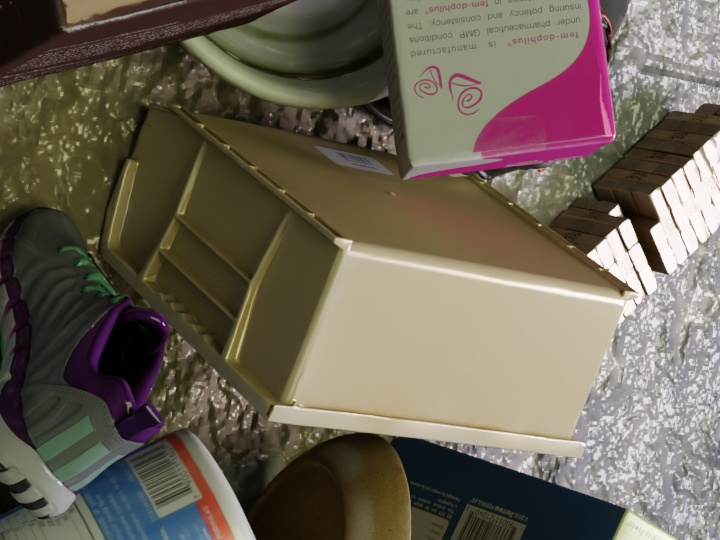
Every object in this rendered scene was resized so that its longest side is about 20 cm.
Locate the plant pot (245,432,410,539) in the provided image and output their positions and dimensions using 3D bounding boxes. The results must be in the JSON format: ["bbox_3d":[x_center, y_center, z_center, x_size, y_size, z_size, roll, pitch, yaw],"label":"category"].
[{"bbox_3d":[-0.037,0.174,1.156,0.027,0.200,0.200,22,85,-21],"label":"plant pot"}]

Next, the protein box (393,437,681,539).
[{"bbox_3d":[0.082,0.223,1.248,0.135,0.198,0.200,32,79,-36],"label":"protein box"}]

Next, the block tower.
[{"bbox_3d":[0.159,-0.021,1.355,0.200,0.054,0.058,-40,119,-24],"label":"block tower"}]

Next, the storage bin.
[{"bbox_3d":[0.000,0.000,1.153,0.200,0.199,0.094,9,109,-38],"label":"storage bin"}]

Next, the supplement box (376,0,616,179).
[{"bbox_3d":[0.057,-0.151,1.107,0.101,0.103,0.200,-6,87,-3],"label":"supplement box"}]

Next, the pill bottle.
[{"bbox_3d":[-0.149,0.168,1.104,0.200,0.112,0.112,-26,114,-12],"label":"pill bottle"}]

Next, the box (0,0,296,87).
[{"bbox_3d":[-0.106,-0.185,1.000,0.166,0.200,0.164,-17,93,-24],"label":"box"}]

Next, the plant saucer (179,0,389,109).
[{"bbox_3d":[-0.032,-0.180,1.167,0.200,0.050,0.200,2,85,-24],"label":"plant saucer"}]

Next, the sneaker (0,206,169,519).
[{"bbox_3d":[-0.123,0.029,1.063,0.087,0.200,0.074,-29,126,15],"label":"sneaker"}]

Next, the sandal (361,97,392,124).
[{"bbox_3d":[0.041,-0.115,1.248,0.200,0.055,0.082,21,85,-37],"label":"sandal"}]

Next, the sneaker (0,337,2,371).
[{"bbox_3d":[-0.218,0.050,1.085,0.090,0.078,0.200,-39,128,4],"label":"sneaker"}]

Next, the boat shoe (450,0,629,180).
[{"bbox_3d":[0.110,-0.116,1.241,0.201,0.063,0.074,-51,130,-44],"label":"boat shoe"}]
